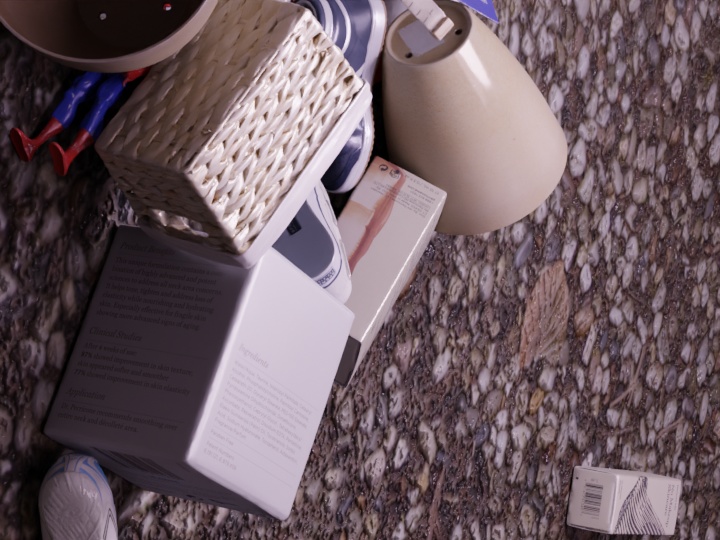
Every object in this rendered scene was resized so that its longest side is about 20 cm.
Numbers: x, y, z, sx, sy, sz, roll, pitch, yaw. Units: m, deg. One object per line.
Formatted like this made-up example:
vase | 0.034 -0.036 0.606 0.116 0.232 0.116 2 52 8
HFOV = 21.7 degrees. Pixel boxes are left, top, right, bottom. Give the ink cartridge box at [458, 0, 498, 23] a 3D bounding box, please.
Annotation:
ink cartridge box | 0.064 -0.362 1.846 0.197 0.047 0.201 22 39 -45

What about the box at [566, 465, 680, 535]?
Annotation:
box | 0.349 0.305 2.480 0.200 0.068 0.083 10 87 -56

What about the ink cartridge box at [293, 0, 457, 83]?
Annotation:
ink cartridge box | 0.021 -0.272 1.915 0.200 0.057 0.163 -60 140 -38

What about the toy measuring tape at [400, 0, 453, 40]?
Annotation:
toy measuring tape | 0.009 -0.291 1.810 0.200 0.074 0.074 43 47 3

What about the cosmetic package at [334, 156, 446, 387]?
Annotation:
cosmetic package | 0.000 0.000 1.865 0.201 0.087 0.104 -60 175 -32

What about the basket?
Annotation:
basket | -0.107 -0.124 1.565 0.200 0.135 0.124 -55 137 -21

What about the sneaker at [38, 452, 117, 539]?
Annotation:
sneaker | -0.237 0.251 1.609 0.073 0.071 0.201 -65 159 -70

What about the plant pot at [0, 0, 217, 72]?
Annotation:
plant pot | -0.195 -0.243 1.501 0.134 0.199 0.202 69 33 -78

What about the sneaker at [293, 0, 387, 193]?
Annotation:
sneaker | -0.040 -0.173 1.824 0.108 0.070 0.201 -4 108 -46

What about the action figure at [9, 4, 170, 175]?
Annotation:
action figure | -0.210 -0.163 1.575 0.200 0.065 0.052 -52 146 -36

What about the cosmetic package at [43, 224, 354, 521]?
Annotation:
cosmetic package | -0.137 0.088 1.635 0.166 0.167 0.201 39 64 -51

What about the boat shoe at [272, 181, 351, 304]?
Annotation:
boat shoe | -0.051 -0.042 1.751 0.074 0.202 0.086 -32 138 3

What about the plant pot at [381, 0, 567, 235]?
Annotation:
plant pot | 0.095 -0.170 1.900 0.188 0.186 0.200 -62 146 -28

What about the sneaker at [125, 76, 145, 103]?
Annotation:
sneaker | -0.135 -0.144 1.681 0.199 0.070 0.100 -7 106 -51
